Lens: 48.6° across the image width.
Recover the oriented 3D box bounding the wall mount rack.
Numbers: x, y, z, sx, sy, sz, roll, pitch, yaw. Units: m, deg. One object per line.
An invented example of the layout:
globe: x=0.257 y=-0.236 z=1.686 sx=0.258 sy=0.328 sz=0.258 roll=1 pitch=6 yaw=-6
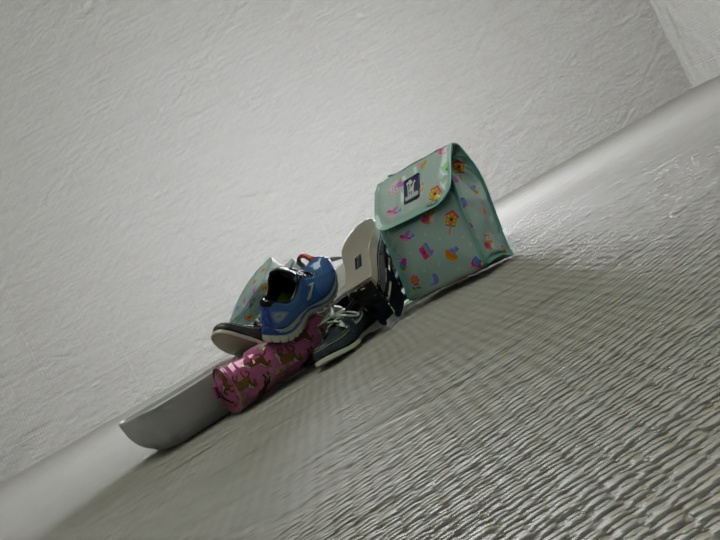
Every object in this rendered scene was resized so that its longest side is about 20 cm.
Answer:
wall mount rack: x=0.000 y=0.000 z=1.409 sx=0.199 sy=0.074 sz=0.175 roll=-38 pitch=39 yaw=29

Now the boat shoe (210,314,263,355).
boat shoe: x=-0.168 y=0.109 z=1.323 sx=0.072 sy=0.064 sz=0.199 roll=-20 pitch=-29 yaw=36

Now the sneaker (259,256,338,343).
sneaker: x=-0.096 y=0.027 z=1.251 sx=0.077 sy=0.090 sz=0.200 roll=2 pitch=31 yaw=24

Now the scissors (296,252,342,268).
scissors: x=-0.078 y=-0.020 z=1.505 sx=0.014 sy=0.073 sz=0.200 roll=-50 pitch=3 yaw=-19

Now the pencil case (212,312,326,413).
pencil case: x=-0.136 y=0.140 z=1.240 sx=0.199 sy=0.083 sz=0.087 roll=-31 pitch=-27 yaw=-33

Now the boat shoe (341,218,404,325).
boat shoe: x=0.023 y=0.003 z=1.280 sx=0.074 sy=0.093 sz=0.201 roll=-31 pitch=29 yaw=23

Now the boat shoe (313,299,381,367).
boat shoe: x=-0.024 y=0.087 z=1.220 sx=0.074 sy=0.063 sz=0.200 roll=-23 pitch=6 yaw=32

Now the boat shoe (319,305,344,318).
boat shoe: x=-0.112 y=0.123 z=1.454 sx=0.198 sy=0.075 sz=0.073 roll=-27 pitch=1 yaw=-3

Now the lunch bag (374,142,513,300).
lunch bag: x=0.119 y=-0.079 z=1.248 sx=0.169 sy=0.203 sz=0.121 roll=-26 pitch=-5 yaw=39

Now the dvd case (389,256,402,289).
dvd case: x=0.078 y=-0.063 z=1.446 sx=0.202 sy=0.025 sz=0.150 roll=-61 pitch=25 yaw=0

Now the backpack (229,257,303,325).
backpack: x=-0.176 y=0.089 z=1.599 sx=0.202 sy=0.152 sz=0.177 roll=-60 pitch=11 yaw=26

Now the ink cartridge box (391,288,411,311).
ink cartridge box: x=0.078 y=0.033 z=1.450 sx=0.144 sy=0.048 sz=0.201 roll=-29 pitch=25 yaw=8

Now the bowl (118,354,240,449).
bowl: x=-0.281 y=0.224 z=1.300 sx=0.198 sy=0.075 sz=0.199 roll=-30 pitch=3 yaw=-33

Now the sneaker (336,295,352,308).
sneaker: x=0.019 y=0.034 z=1.661 sx=0.199 sy=0.075 sz=0.106 roll=-39 pitch=-13 yaw=14
